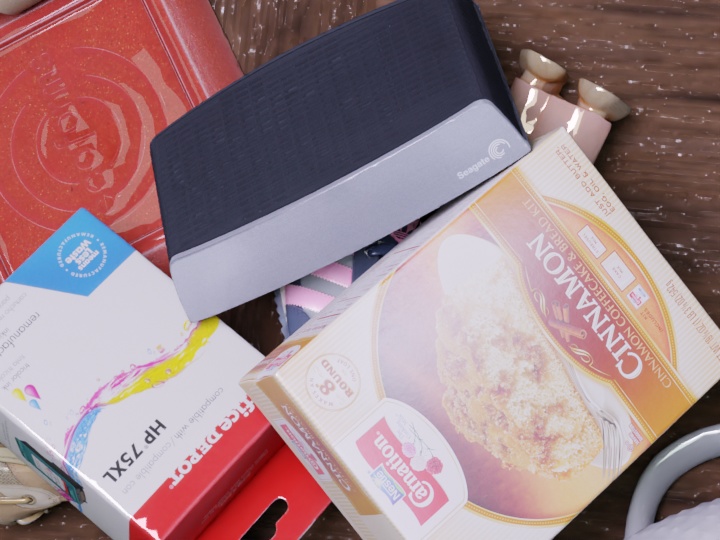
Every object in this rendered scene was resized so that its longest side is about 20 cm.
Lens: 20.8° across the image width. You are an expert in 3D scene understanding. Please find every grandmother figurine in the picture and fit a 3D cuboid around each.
[{"bbox_3d":[0.076,-0.016,1.084,0.121,0.061,0.200,32,93,26],"label":"grandmother figurine"}]

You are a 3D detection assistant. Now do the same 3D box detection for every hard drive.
[{"bbox_3d":[-0.019,-0.067,1.028,0.200,0.042,0.135,-27,45,12],"label":"hard drive"}]

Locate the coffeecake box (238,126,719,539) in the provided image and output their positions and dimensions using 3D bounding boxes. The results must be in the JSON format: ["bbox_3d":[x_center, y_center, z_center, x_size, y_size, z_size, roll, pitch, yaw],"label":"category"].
[{"bbox_3d":[0.066,0.051,0.994,0.200,0.073,0.154,-41,97,-18],"label":"coffeecake box"}]

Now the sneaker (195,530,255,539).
[{"bbox_3d":[-0.051,0.201,1.075,0.200,0.070,0.080,33,93,10],"label":"sneaker"}]

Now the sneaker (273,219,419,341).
[{"bbox_3d":[0.000,0.000,1.053,0.082,0.070,0.200,-32,62,28],"label":"sneaker"}]

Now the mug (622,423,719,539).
[{"bbox_3d":[0.198,0.167,1.011,0.175,0.148,0.200,-15,50,21],"label":"mug"}]

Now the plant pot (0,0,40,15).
[{"bbox_3d":[-0.168,-0.248,1.095,0.187,0.187,0.200,44,106,10],"label":"plant pot"}]

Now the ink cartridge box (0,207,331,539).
[{"bbox_3d":[-0.112,0.076,1.040,0.200,0.067,0.116,38,68,12],"label":"ink cartridge box"}]

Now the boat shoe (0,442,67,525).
[{"bbox_3d":[-0.195,0.106,1.114,0.199,0.071,0.065,7,121,2],"label":"boat shoe"}]

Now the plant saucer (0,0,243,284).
[{"bbox_3d":[-0.161,-0.074,1.135,0.200,0.037,0.200,-27,81,6],"label":"plant saucer"}]
